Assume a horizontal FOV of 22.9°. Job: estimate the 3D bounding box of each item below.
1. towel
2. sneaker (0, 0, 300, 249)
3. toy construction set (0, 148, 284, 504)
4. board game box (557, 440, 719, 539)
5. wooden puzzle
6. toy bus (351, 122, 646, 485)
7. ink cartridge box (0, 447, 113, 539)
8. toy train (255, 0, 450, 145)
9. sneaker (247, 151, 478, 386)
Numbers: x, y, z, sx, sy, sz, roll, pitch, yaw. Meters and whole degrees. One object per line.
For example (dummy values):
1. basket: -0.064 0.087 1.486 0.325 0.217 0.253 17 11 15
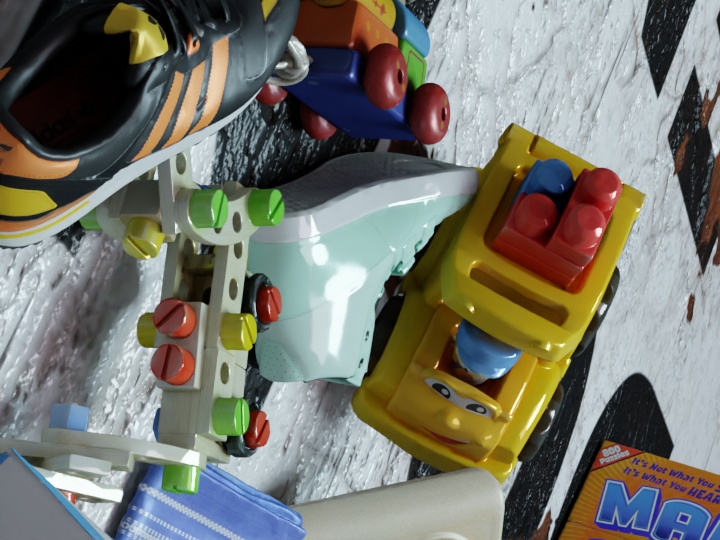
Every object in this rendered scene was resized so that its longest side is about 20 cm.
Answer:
1. towel: -0.105 0.206 0.967 0.145 0.024 0.201 40 68 -52
2. sneaker: -0.086 -0.088 0.737 0.200 0.070 0.090 -43 179 -30
3. toy construction set: -0.093 0.027 0.833 0.131 0.091 0.202 38 69 -64
4. board game box: 0.298 0.326 1.721 0.201 0.198 0.201 -59 152 -32
5. wooden puzzle: 0.005 0.234 1.104 0.184 0.046 0.202 -9 116 -21
6. toy bus: 0.096 0.013 1.103 0.201 0.135 0.192 -62 -178 -22
7. ink cartridge box: -0.124 0.192 0.770 0.129 0.125 0.200 -45 153 -9
8. toy train: -0.013 -0.144 0.934 0.200 0.084 0.117 29 67 -65
9. sneaker: -0.001 0.000 1.039 0.200 0.073 0.119 -22 117 -49
